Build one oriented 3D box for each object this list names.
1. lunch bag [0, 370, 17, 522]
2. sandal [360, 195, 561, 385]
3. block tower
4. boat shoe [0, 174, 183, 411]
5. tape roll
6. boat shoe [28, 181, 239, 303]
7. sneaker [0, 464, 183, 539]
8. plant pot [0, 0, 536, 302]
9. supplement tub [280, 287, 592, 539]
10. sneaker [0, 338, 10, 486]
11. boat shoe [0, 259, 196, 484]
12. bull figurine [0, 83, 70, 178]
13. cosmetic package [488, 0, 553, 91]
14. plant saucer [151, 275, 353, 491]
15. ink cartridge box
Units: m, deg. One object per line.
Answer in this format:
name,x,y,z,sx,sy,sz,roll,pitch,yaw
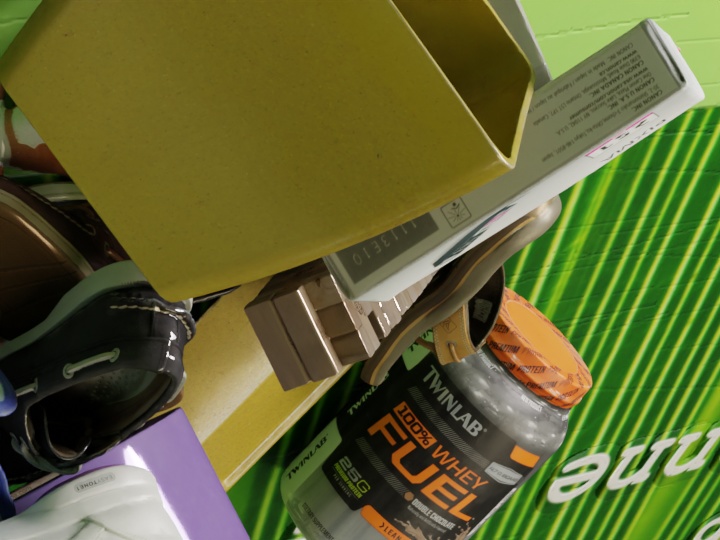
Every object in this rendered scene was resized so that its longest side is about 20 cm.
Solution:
lunch bag,-0.252,0.043,1.370,0.127,0.170,0.200,-31,154,-14
sandal,0.063,0.019,1.709,0.200,0.054,0.080,-43,-172,42
block tower,0.000,0.000,1.623,0.054,0.058,0.200,-18,-164,25
boat shoe,-0.148,-0.001,1.438,0.072,0.072,0.200,-13,145,24
tape roll,-0.165,0.156,1.546,0.199,0.085,0.200,-29,180,0
boat shoe,-0.143,-0.004,1.547,0.200,0.066,0.072,-10,139,-45
sneaker,-0.169,0.170,1.383,0.199,0.100,0.075,-26,158,-19
plant pot,-0.050,-0.102,1.326,0.176,0.200,0.200,-34,-170,15
supplement tub,0.052,0.112,1.895,0.200,0.123,0.122,-47,151,15
sneaker,-0.196,0.068,1.581,0.200,0.076,0.105,-35,158,2
boat shoe,-0.143,0.066,1.415,0.074,0.061,0.200,20,142,-31
bull figurine,-0.117,-0.087,1.458,0.199,0.065,0.121,-31,159,-1
cosmetic package,0.006,-0.079,1.552,0.199,0.071,0.105,-24,157,5
plant saucer,-0.075,0.075,1.716,0.200,0.048,0.200,-46,166,13
ink cartridge box,0.083,-0.052,1.468,0.199,0.044,0.174,-33,172,10
